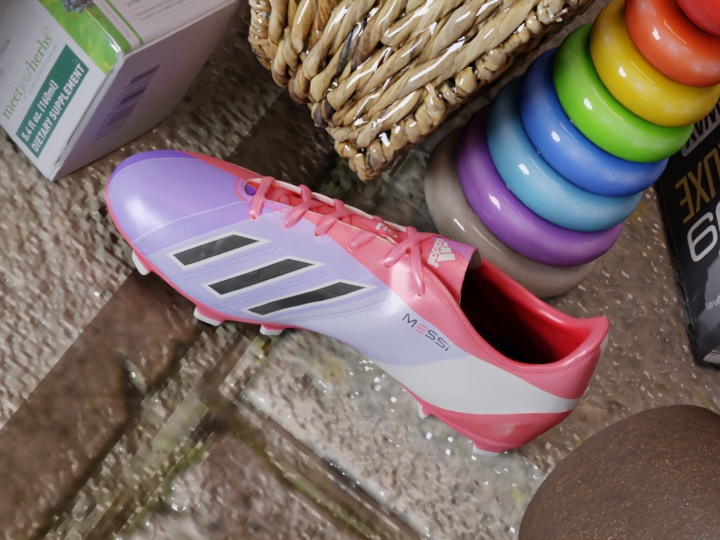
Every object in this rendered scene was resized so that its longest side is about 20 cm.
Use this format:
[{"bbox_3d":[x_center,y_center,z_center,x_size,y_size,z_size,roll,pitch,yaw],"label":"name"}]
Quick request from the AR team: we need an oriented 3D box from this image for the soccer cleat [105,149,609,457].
[{"bbox_3d":[0.000,0.000,0.949,0.199,0.077,0.067,30,43,-10],"label":"soccer cleat"}]

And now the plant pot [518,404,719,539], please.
[{"bbox_3d":[0.141,0.147,0.868,0.186,0.188,0.200,1,39,-34],"label":"plant pot"}]

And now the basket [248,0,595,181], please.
[{"bbox_3d":[0.017,-0.140,1.014,0.149,0.143,0.200,50,25,-1],"label":"basket"}]

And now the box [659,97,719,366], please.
[{"bbox_3d":[0.207,-0.072,1.064,0.049,0.200,0.159,16,47,-28],"label":"box"}]

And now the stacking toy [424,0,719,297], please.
[{"bbox_3d":[0.109,-0.076,0.996,0.085,0.200,0.086,20,46,-22],"label":"stacking toy"}]

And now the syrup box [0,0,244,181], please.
[{"bbox_3d":[-0.145,-0.142,0.967,0.200,0.079,0.081,48,44,9],"label":"syrup box"}]
